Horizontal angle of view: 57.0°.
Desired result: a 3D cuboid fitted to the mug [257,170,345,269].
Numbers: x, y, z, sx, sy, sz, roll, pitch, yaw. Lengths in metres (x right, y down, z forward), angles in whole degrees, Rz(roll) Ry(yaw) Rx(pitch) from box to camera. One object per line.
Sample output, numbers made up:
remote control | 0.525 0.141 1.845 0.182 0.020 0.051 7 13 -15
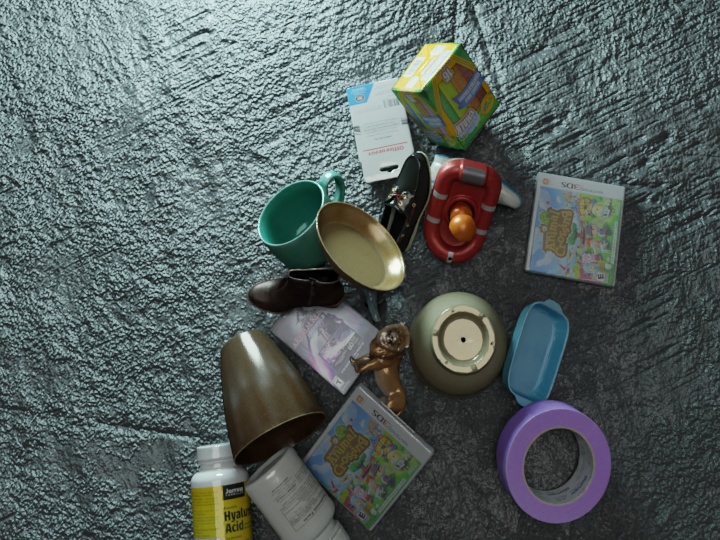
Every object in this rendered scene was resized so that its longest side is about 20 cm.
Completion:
mug | -0.095 -0.085 1.285 0.181 0.115 0.155 -25 47 14

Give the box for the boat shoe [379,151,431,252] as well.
boat shoe | 0.084 -0.128 1.280 0.073 0.062 0.207 33 116 37

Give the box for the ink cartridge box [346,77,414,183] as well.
ink cartridge box | 0.044 -0.275 1.354 0.112 0.067 0.207 -10 79 0

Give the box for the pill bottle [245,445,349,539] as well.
pill bottle | -0.110 0.435 1.204 0.113 0.114 0.202 -37 92 -4

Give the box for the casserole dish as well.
casserole dish | 0.327 0.154 1.255 0.119 0.038 0.206 24 81 -28

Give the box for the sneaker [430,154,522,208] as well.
sneaker | 0.227 -0.162 1.328 0.195 0.077 0.083 22 104 3

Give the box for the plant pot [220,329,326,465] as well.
plant pot | -0.185 0.223 1.235 0.183 0.188 0.203 -28 67 -2

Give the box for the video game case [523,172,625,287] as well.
video game case | 0.427 -0.082 1.321 0.176 0.022 0.207 10 81 5

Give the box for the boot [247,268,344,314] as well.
boot | -0.126 0.027 1.238 0.193 0.167 0.075 2 70 2

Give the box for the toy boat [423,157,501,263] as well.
toy boat | 0.190 -0.099 1.249 0.126 0.132 0.205 12 125 -1

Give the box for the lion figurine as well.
lion figurine | 0.051 0.208 1.269 0.119 0.072 0.207 -13 101 -11

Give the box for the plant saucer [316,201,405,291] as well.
plant saucer | -0.006 -0.036 1.204 0.201 0.199 0.036 50 125 9

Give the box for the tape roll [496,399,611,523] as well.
tape roll | 0.349 0.345 1.203 0.193 0.066 0.208 0 93 -6

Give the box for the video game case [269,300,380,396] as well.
video game case | -0.064 0.126 1.313 0.198 0.019 0.144 38 84 8

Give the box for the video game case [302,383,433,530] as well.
video game case | 0.010 0.345 1.225 0.181 0.022 0.202 39 106 9

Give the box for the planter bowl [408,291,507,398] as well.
planter bowl | 0.186 0.133 1.239 0.193 0.135 0.208 -1 79 3

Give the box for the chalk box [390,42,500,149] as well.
chalk box | 0.179 -0.326 1.307 0.125 0.123 0.200 -50 121 -7

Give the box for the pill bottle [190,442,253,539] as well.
pill bottle | -0.257 0.427 1.222 0.107 0.111 0.207 -7 80 2

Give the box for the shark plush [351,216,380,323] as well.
shark plush | 0.000 0.000 1.298 0.088 0.083 0.207 -1 80 3
